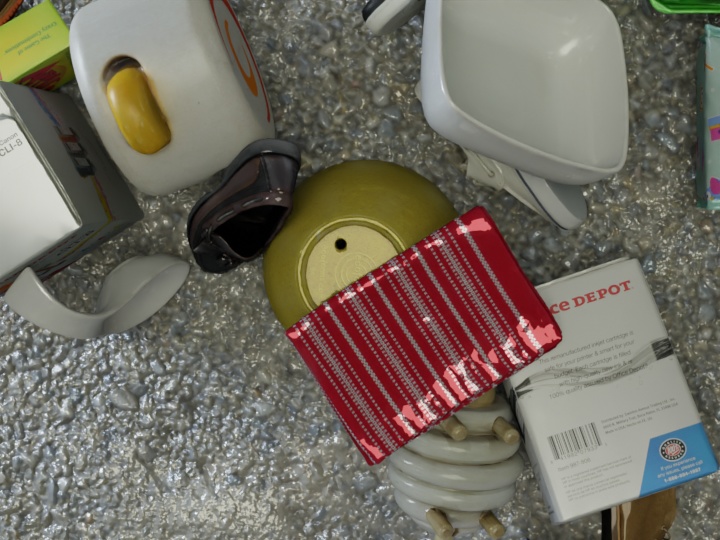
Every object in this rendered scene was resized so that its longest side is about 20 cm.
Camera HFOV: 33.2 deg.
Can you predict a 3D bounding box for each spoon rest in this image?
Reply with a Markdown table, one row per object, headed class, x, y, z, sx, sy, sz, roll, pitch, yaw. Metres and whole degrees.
| class | x | y | z | sx | sy | sz | roll | pitch | yaw |
| --- | --- | --- | --- | --- | --- | --- | --- | --- | --- |
| spoon rest | -0.224 | 0.027 | 1.079 | 0.099 | 0.200 | 0.061 | -47 | 71 | 23 |

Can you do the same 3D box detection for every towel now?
| class | x | y | z | sx | sy | sz | roll | pitch | yaw |
| --- | --- | --- | --- | --- | --- | --- | --- | --- | --- |
| towel | 0.056 | 0.055 | 1.007 | 0.200 | 0.022 | 0.145 | -33 | 102 | -5 |

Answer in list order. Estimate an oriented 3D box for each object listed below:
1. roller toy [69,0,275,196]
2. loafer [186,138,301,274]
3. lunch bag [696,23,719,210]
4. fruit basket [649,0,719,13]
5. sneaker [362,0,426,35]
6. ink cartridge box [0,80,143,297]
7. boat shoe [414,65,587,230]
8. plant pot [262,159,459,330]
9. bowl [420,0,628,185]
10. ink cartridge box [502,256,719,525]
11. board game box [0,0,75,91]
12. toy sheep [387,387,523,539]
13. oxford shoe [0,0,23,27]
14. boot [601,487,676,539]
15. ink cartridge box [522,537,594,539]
| class | x | y | z | sx | sy | sz | roll | pitch | yaw |
| --- | --- | --- | --- | --- | --- | --- | --- | --- | --- |
| roller toy | -0.168 | -0.162 | 1.063 | 0.139 | 0.182 | 0.200 | -21 | 59 | 7 |
| loafer | -0.107 | -0.040 | 1.069 | 0.072 | 0.200 | 0.063 | 6 | 60 | -24 |
| lunch bag | 0.399 | -0.135 | 1.053 | 0.199 | 0.122 | 0.171 | -1 | 93 | 10 |
| fruit basket | 0.324 | -0.316 | 1.005 | 0.155 | 0.216 | 0.216 | 2 | 94 | 4 |
| sneaker | 0.051 | -0.316 | 1.097 | 0.200 | 0.073 | 0.112 | -45 | 86 | -2 |
| ink cartridge box | -0.311 | -0.067 | 1.074 | 0.145 | 0.200 | 0.145 | -31 | 91 | 7 |
| boat shoe | 0.125 | -0.110 | 1.110 | 0.200 | 0.071 | 0.070 | 49 | 124 | -4 |
| plant pot | 0.000 | 0.000 | 1.083 | 0.200 | 0.142 | 0.201 | 0 | 95 | 5 |
| bowl | 0.133 | -0.169 | 1.044 | 0.199 | 0.075 | 0.200 | 18 | 57 | -24 |
| ink cartridge box | 0.208 | 0.107 | 1.071 | 0.144 | 0.084 | 0.200 | -17 | 76 | -1 |
| board game box | -0.347 | -0.160 | 1.082 | 0.200 | 0.102 | 0.048 | -33 | 89 | -8 |
| toy sheep | 0.085 | 0.175 | 1.095 | 0.138 | 0.138 | 0.200 | 12 | 101 | 4 |
| oxford shoe | -0.342 | -0.258 | 1.103 | 0.073 | 0.071 | 0.200 | 43 | 69 | -20 |
| boot | 0.260 | 0.250 | 1.118 | 0.075 | 0.074 | 0.201 | -5 | 91 | -1 |
| ink cartridge box | 0.123 | 0.303 | 1.067 | 0.200 | 0.196 | 0.043 | -32 | 93 | 6 |
